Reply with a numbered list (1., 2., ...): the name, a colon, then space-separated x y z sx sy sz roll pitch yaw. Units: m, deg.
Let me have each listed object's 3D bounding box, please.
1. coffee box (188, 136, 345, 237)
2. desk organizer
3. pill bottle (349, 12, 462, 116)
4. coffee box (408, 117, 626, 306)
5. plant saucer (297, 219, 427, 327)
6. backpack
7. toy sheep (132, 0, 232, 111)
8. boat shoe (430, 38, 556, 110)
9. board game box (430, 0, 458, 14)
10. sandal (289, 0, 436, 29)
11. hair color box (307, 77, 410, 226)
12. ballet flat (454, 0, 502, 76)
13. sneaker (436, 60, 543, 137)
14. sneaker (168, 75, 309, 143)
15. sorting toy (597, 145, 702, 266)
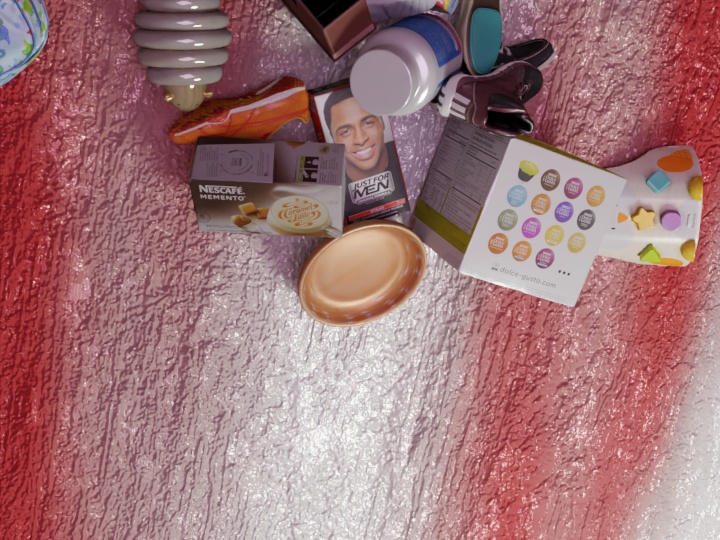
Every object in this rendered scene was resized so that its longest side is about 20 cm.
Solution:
1. coffee box: -0.121 -0.111 1.300 0.198 0.080 0.115 3 144 0
2. desk organizer: -0.069 -0.368 1.224 0.072 0.077 0.200 -38 71 -2
3. pill bottle: 0.058 -0.266 1.264 0.111 0.200 0.113 8 114 18
4. coffee box: 0.219 -0.094 1.399 0.198 0.200 0.199 16 103 -23
5. plant saucer: 0.000 0.000 1.421 0.199 0.038 0.201 -14 136 -13
6. backpack: -0.473 -0.284 1.168 0.199 0.154 0.164 -29 108 -20
7. toy sheep: -0.226 -0.302 1.230 0.137 0.138 0.202 -8 110 -14
8. boat shoe: 0.184 -0.296 1.395 0.199 0.074 0.061 -22 118 0
9. board game box: 0.049 -0.437 1.285 0.199 0.105 0.104 25 100 -22
10. sandal: 0.005 -0.360 1.285 0.205 0.079 0.060 -5 82 25
11. hair color box: -0.003 -0.169 1.383 0.101 0.061 0.201 -19 112 -9
12. ballet flat: 0.164 -0.369 1.355 0.069 0.069 0.202 7 93 -19
13. sneaker: 0.204 -0.218 1.295 0.199 0.115 0.076 -21 135 -37
14. sneaker: -0.161 -0.200 1.320 0.198 0.073 0.078 -16 123 -8
15. sorting toy: 0.439 -0.090 1.542 0.178 0.107 0.202 0 109 3
